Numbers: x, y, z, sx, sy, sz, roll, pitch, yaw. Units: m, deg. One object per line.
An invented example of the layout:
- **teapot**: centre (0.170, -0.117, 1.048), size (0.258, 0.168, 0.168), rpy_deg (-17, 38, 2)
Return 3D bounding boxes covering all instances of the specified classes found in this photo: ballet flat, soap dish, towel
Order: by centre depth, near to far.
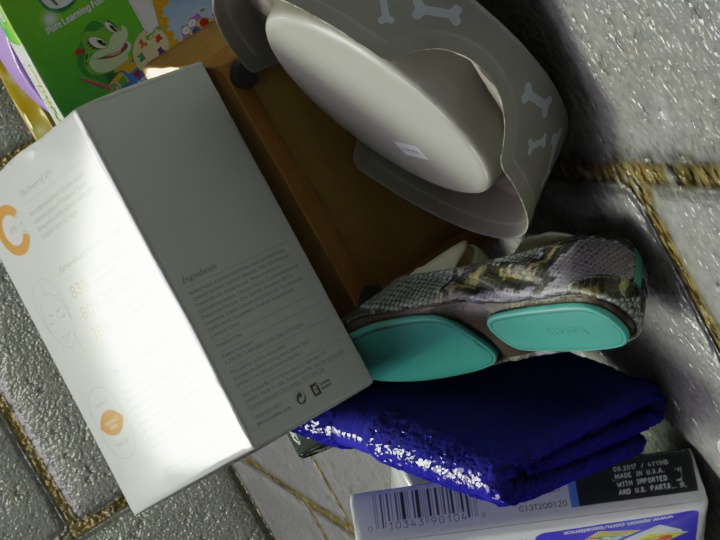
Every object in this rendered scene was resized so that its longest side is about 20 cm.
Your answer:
- **ballet flat**: centre (0.071, 0.016, 1.286), size (0.200, 0.072, 0.072), rpy_deg (-10, 116, 41)
- **towel**: centre (0.055, 0.081, 1.365), size (0.200, 0.147, 0.050), rpy_deg (15, 119, 44)
- **soap dish**: centre (-0.008, -0.069, 1.379), size (0.201, 0.157, 0.081), rpy_deg (60, 152, -10)

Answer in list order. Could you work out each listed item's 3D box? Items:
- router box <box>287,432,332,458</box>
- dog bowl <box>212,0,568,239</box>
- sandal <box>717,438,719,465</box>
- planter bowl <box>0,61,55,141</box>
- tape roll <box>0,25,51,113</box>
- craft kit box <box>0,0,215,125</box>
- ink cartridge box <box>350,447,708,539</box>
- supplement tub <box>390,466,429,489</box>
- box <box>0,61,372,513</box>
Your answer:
- **router box**: centre (-0.042, 0.017, 1.617), size (0.201, 0.062, 0.150), rpy_deg (63, 160, 5)
- **dog bowl**: centre (0.020, -0.100, 1.241), size (0.200, 0.059, 0.200), rpy_deg (35, 168, 8)
- **sandal**: centre (0.226, 0.179, 1.247), size (0.203, 0.050, 0.082), rpy_deg (62, 168, -14)
- **planter bowl**: centre (-0.313, -0.181, 2.588), size (0.201, 0.083, 0.201), rpy_deg (55, 168, 18)
- **tape roll**: centre (-0.127, -0.175, 1.472), size (0.201, 0.200, 0.066), rpy_deg (63, 169, -21)
- **craft kit box**: centre (-0.093, -0.136, 1.431), size (0.198, 0.200, 0.048), rpy_deg (61, 169, -17)
- **ink cartridge box**: centre (0.100, 0.174, 1.427), size (0.200, 0.197, 0.044), rpy_deg (81, -179, -59)
- **supplement tub**: centre (0.084, 0.136, 1.553), size (0.132, 0.132, 0.200), rpy_deg (55, 169, 19)
- **box**: centre (-0.104, 0.010, 1.314), size (0.124, 0.097, 0.201), rpy_deg (-31, 86, 47)
